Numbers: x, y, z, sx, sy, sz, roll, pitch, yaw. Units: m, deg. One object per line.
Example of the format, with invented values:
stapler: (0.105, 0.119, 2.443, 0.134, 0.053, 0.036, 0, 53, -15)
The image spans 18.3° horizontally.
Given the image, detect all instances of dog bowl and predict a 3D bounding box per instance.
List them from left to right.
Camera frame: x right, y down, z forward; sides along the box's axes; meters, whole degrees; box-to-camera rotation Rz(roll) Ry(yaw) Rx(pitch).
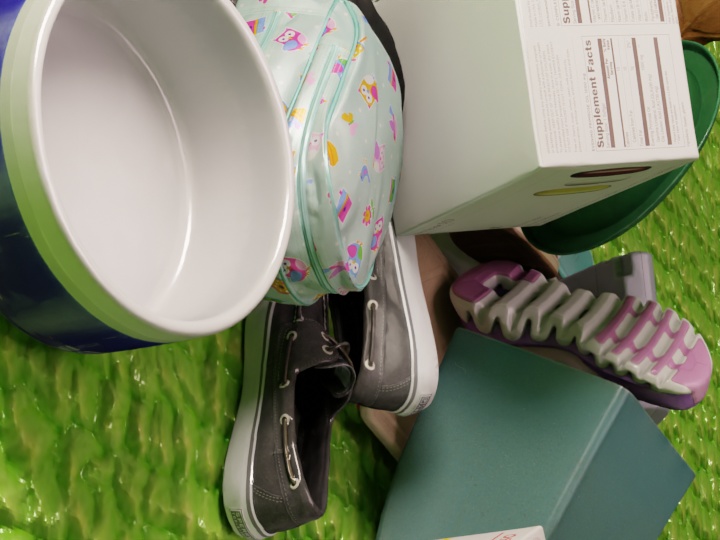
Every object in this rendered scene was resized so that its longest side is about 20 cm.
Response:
dog bowl: (-0.124, -0.060, 1.144, 0.199, 0.078, 0.202, 19, 65, -50)

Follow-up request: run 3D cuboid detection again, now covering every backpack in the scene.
backpack: (-0.042, -0.073, 1.316, 0.201, 0.126, 0.168, -72, 147, -41)

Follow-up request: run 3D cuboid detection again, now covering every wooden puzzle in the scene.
wooden puzzle: (0.042, 0.066, 1.560, 0.200, 0.037, 0.186, 58, 32, -48)

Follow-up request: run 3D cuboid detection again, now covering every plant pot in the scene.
plant pot: (0.097, 0.172, 1.475, 0.201, 0.141, 0.141, -60, 142, -14)

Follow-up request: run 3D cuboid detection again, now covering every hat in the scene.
hat: (0.126, -0.139, 1.458, 0.176, 0.165, 0.201, 39, 88, -31)

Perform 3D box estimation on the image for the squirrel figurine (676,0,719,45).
squirrel figurine: (0.239, -0.196, 1.897, 0.142, 0.185, 0.201, 66, 28, -29)

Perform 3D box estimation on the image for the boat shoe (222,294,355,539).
boat shoe: (-0.034, 0.070, 1.347, 0.201, 0.066, 0.070, -78, 149, -41)

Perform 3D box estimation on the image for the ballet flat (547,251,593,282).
ballet flat: (0.120, -0.063, 1.742, 0.201, 0.071, 0.072, 67, 28, -26)

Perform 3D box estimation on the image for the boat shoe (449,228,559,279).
boat shoe: (0.090, -0.062, 1.578, 0.200, 0.072, 0.072, 41, 62, -43)

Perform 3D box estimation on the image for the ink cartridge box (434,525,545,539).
ink cartridge box: (0.043, 0.201, 1.305, 0.115, 0.198, 0.068, -23, 102, -65)

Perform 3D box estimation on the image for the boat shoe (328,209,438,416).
boat shoe: (0.000, 0.000, 1.435, 0.056, 0.069, 0.201, 5, 54, -30)

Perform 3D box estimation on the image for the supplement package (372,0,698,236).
supplement package: (0.099, -0.118, 1.367, 0.110, 0.200, 0.157, -4, 81, -24)

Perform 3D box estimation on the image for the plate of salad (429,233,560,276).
plate of salad: (0.098, -0.080, 1.657, 0.199, 0.048, 0.202, -10, 107, -37)

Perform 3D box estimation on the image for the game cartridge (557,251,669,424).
game cartridge: (0.170, 0.070, 1.672, 0.040, 0.200, 0.135, 3, 78, -21)

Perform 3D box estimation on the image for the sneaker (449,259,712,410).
sneaker: (0.153, 0.063, 1.564, 0.080, 0.199, 0.089, -35, 135, -46)
